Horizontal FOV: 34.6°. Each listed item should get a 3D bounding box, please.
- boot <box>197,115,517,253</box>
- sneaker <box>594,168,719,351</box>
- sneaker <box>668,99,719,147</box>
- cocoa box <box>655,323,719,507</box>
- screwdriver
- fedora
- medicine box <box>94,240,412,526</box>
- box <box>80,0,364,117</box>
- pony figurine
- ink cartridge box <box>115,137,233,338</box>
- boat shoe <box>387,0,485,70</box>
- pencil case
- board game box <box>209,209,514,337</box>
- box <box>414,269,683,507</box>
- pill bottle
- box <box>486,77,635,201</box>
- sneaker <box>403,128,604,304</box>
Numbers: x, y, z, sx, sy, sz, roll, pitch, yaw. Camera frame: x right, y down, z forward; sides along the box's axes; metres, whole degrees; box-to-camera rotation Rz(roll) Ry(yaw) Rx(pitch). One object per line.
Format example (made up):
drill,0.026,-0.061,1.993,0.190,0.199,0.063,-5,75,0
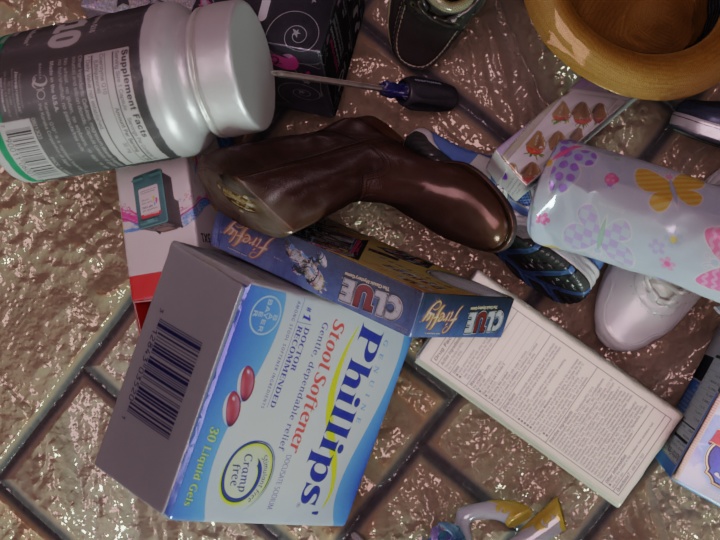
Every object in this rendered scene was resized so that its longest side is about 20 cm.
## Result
boot,-0.002,-0.050,0.865,0.186,0.199,0.065,32,120,26
sneaker,0.263,-0.015,0.922,0.078,0.099,0.200,42,94,4
sneaker,0.354,-0.158,0.919,0.200,0.077,0.148,7,101,-2
cocoa box,0.347,0.145,0.890,0.199,0.133,0.132,29,93,8
screwdriver,0.005,-0.152,0.930,0.028,0.199,0.029,-36,60,41
fedora,0.203,-0.207,0.891,0.199,0.082,0.202,5,73,-16
medicine box,-0.077,0.094,0.904,0.103,0.199,0.184,23,95,42
box,-0.107,-0.217,0.950,0.198,0.132,0.116,11,76,7
pony figurine,0.081,0.281,0.929,0.198,0.167,0.194,-17,54,10
ink cartridge box,-0.146,-0.037,0.965,0.067,0.116,0.202,-9,88,14
boat shoe,0.065,-0.229,0.914,0.073,0.201,0.065,16,51,-6
pencil case,0.223,-0.030,0.851,0.199,0.091,0.083,23,53,23
board game box,0.000,0.000,0.888,0.199,0.135,0.035,24,101,34
box,0.151,0.093,0.945,0.199,0.078,0.095,37,94,7
pill bottle,-0.171,-0.134,0.856,0.198,0.113,0.114,-8,87,14
box,0.186,-0.134,0.934,0.200,0.041,0.039,-40,83,-14
sneaker,0.121,-0.056,0.967,0.200,0.076,0.077,38,65,10
